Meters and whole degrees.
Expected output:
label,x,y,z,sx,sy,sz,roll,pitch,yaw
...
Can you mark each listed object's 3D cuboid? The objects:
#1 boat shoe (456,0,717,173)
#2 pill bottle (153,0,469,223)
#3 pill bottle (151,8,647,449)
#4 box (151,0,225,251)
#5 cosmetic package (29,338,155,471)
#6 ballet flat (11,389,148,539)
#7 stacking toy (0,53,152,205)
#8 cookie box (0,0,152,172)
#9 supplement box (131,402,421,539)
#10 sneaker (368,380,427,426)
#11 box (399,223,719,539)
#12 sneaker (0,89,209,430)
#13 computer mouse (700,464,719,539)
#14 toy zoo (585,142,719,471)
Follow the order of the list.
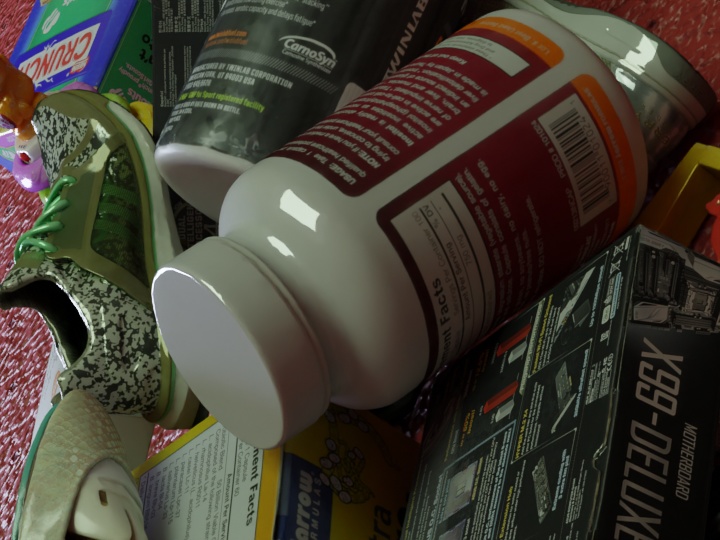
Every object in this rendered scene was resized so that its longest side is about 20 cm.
label,x,y,z,sx,sy,sz,roll,pitch,yaw
boat shoe,0.086,-0.090,0.982,0.065,0.074,0.202,-54,36,-5
pill bottle,-0.010,-0.116,0.968,0.106,0.106,0.201,0,61,56
pill bottle,0.015,-0.016,0.857,0.199,0.114,0.113,-34,20,-27
box,-0.082,-0.067,1.080,0.161,0.049,0.202,-114,23,-80
cosmetic package,-0.147,0.119,1.058,0.083,0.050,0.201,-102,24,-51
ballet flat,-0.115,0.138,0.857,0.062,0.068,0.201,-5,52,21
stacking toy,-0.156,-0.067,1.189,0.116,0.199,0.110,15,73,59
cookie box,-0.167,-0.165,1.432,0.170,0.075,0.202,-10,53,51
supplement box,-0.060,0.150,0.923,0.199,0.109,0.110,-35,35,34
sneaker,0.000,0.000,1.020,0.114,0.076,0.201,-28,43,37
box,0.066,0.104,0.772,0.158,0.049,0.201,-42,28,52
sneaker,-0.133,-0.010,0.976,0.201,0.088,0.077,63,144,35
computer mouse,0.122,0.160,0.696,0.141,0.046,0.201,-51,22,34
toy zoo,0.146,0.019,0.832,0.132,0.020,0.200,-58,29,-2
